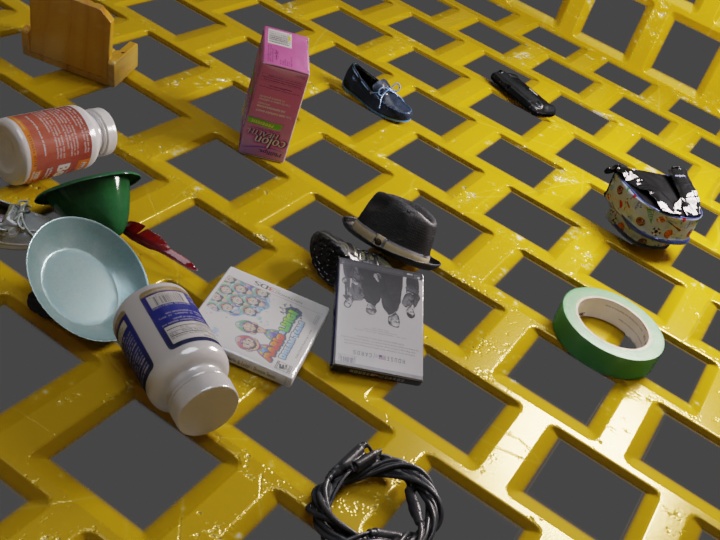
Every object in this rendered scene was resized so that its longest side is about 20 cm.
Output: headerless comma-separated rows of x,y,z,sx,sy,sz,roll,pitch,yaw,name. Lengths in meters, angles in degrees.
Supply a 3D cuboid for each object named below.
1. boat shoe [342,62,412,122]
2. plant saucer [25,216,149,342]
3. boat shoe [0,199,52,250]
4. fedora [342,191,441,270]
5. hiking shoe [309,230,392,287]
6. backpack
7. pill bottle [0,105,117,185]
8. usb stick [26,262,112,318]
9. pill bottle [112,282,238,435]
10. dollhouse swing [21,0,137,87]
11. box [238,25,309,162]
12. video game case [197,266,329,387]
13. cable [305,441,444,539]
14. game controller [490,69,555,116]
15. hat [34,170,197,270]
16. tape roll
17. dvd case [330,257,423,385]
0.038,-0.413,2.316,0.199,0.069,0.084,33,35,17,boat shoe
-0.400,0.019,1.453,0.200,0.039,0.203,29,44,-31,plant saucer
-0.563,-0.086,1.533,0.200,0.065,0.075,17,34,-6,boat shoe
0.069,-0.081,1.794,0.199,0.092,0.201,25,11,-5,fedora
0.000,0.000,1.723,0.200,0.076,0.100,41,29,13,hiking shoe
0.636,-0.132,2.170,0.198,0.155,0.191,0,30,-19,backpack
-0.519,-0.219,1.703,0.112,0.113,0.199,38,37,24,pill bottle
-0.418,0.013,1.502,0.055,0.033,0.200,35,35,7,usb stick
-0.248,0.122,1.360,0.119,0.120,0.200,-7,42,-35,pill bottle
-0.558,-0.497,2.018,0.198,0.177,0.182,20,33,0,dollhouse swing
-0.173,-0.353,1.998,0.096,0.201,0.177,12,35,-12,box
-0.159,0.083,1.551,0.180,0.024,0.200,23,34,3,video game case
0.019,0.314,1.308,0.163,0.051,0.200,36,34,14,cable
0.430,-0.466,2.641,0.104,0.042,0.200,7,34,-45,game controller
-0.406,-0.053,1.595,0.165,0.198,0.178,-13,87,-59,hat
0.450,0.112,1.817,0.198,0.048,0.201,15,34,-10,tape roll
0.029,0.080,1.599,0.149,0.025,0.202,12,55,-13,dvd case
